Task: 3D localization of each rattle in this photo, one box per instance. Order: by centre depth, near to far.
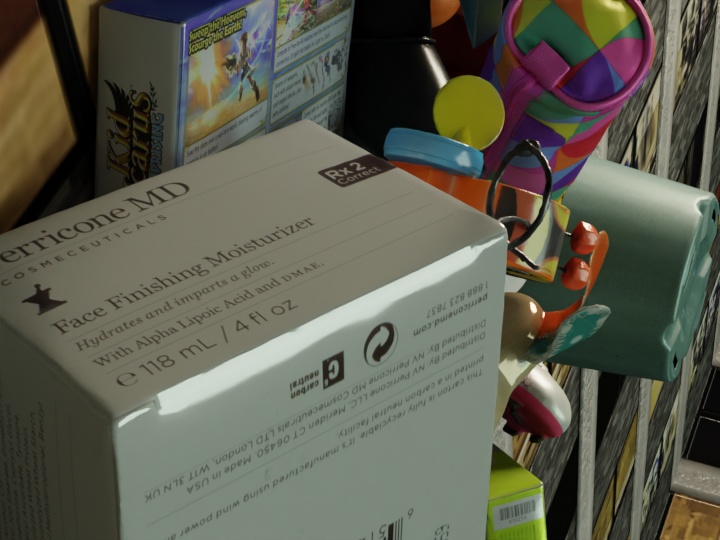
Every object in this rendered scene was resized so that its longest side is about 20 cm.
[{"bbox_3d":[0.073,0.085,0.844,0.144,0.199,0.130,58,9,-12],"label":"rattle"}]

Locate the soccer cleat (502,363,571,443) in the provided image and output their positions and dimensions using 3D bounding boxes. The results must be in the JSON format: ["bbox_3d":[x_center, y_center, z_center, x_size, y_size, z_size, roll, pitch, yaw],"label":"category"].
[{"bbox_3d":[0.092,0.050,1.111,0.086,0.200,0.070,-45,121,-11],"label":"soccer cleat"}]

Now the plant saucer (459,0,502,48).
[{"bbox_3d":[0.052,-0.216,0.890,0.070,0.019,0.202,91,-10,-51],"label":"plant saucer"}]

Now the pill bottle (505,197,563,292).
[{"bbox_3d":[0.078,-0.050,1.096,0.115,0.113,0.201,82,29,-48],"label":"pill bottle"}]

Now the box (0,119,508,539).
[{"bbox_3d":[-0.054,0.073,0.670,0.198,0.130,0.202,-25,130,-36],"label":"box"}]

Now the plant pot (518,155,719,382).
[{"bbox_3d":[0.169,-0.008,1.264,0.200,0.194,0.203,14,90,-70],"label":"plant pot"}]

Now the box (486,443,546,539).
[{"bbox_3d":[0.064,0.167,1.089,0.200,0.047,0.123,-144,-135,-64],"label":"box"}]

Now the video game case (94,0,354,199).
[{"bbox_3d":[-0.063,-0.058,0.786,0.200,0.045,0.183,-42,143,-60],"label":"video game case"}]

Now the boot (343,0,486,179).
[{"bbox_3d":[0.029,-0.161,0.851,0.065,0.165,0.202,-4,118,-24],"label":"boot"}]

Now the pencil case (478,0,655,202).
[{"bbox_3d":[0.097,-0.088,0.887,0.200,0.087,0.089,111,0,-69],"label":"pencil case"}]

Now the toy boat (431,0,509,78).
[{"bbox_3d":[0.065,-0.180,0.988,0.130,0.130,0.202,-15,119,-43],"label":"toy boat"}]

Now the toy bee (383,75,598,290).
[{"bbox_3d":[0.051,-0.014,0.752,0.108,0.200,0.132,19,106,-34],"label":"toy bee"}]
